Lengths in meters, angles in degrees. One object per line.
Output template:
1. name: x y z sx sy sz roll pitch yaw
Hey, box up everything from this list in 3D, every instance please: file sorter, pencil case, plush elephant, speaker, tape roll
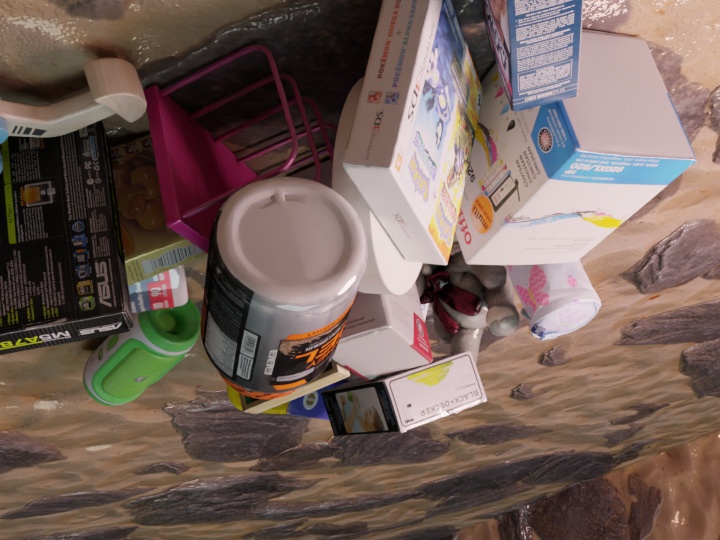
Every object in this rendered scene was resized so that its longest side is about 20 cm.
1. file sorter: -0.080 -0.086 0.878 0.125 0.139 0.200 -22 154 14
2. pencil case: 0.193 -0.023 1.079 0.083 0.200 0.091 -12 155 -14
3. plush elephant: 0.095 0.011 1.169 0.155 0.200 0.165 18 147 -11
4. speaker: -0.280 0.102 1.230 0.088 0.089 0.200 7 148 -37
5. tape roll: 0.025 -0.077 0.883 0.037 0.203 0.203 3 160 19

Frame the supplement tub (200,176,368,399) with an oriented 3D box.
1. supplement tub: -0.069 0.024 0.806 0.122 0.123 0.200 -6 152 -16

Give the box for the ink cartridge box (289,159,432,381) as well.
1. ink cartridge box: 0.000 0.000 1.025 0.086 0.200 0.148 -20 154 15

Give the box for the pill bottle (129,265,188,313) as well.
1. pill bottle: -0.278 -0.009 0.956 0.200 0.120 0.120 -9 155 -11

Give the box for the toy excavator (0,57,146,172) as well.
1. toy excavator: -0.300 -0.118 0.773 0.194 0.100 0.200 -30 164 34

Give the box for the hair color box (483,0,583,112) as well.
1. hair color box: 0.130 -0.221 0.750 0.060 0.100 0.200 -14 155 4

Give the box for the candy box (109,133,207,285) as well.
1. candy box: -0.253 -0.035 0.873 0.200 0.116 0.055 -22 159 -14

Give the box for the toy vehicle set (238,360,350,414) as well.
1. toy vehicle set: -0.092 0.044 1.070 0.124 0.200 0.027 -25 154 21

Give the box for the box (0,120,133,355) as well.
1. box: -0.300 -0.028 0.811 0.193 0.200 0.048 -12 156 -6

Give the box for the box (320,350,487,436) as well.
1. box: 0.045 0.146 1.130 0.117 0.060 0.200 -16 177 -23

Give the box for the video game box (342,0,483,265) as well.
1. video game box: 0.052 -0.124 0.818 0.047 0.182 0.200 9 163 21

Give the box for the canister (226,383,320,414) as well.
1. canister: -0.073 0.150 1.349 0.148 0.087 0.200 -1 178 28

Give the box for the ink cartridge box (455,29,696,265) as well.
1. ink cartridge box: 0.187 -0.114 0.947 0.145 0.147 0.200 -1 151 -27

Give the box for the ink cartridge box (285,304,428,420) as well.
1. ink cartridge box: 0.004 0.103 1.261 0.041 0.200 0.200 10 175 40
